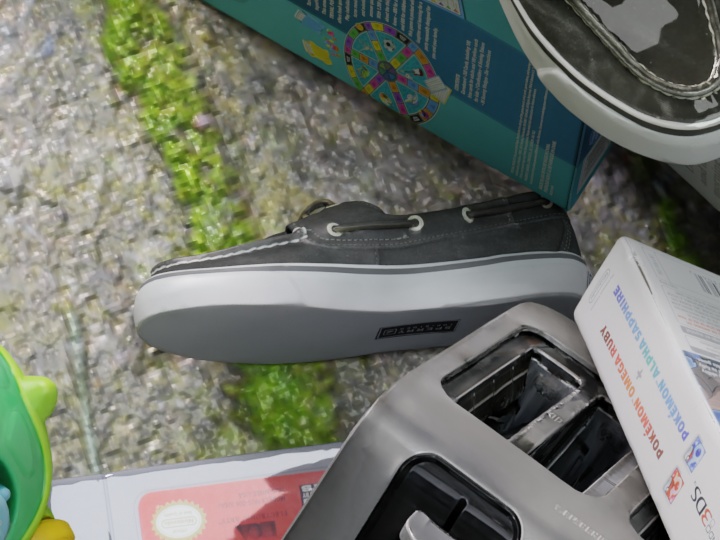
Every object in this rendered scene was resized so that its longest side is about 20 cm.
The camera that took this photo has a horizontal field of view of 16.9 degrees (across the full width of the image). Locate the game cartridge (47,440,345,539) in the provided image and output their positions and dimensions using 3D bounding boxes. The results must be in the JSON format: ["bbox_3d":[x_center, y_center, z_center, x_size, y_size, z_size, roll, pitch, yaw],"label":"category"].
[{"bbox_3d":[-0.039,0.141,0.980,0.198,0.041,0.134,-7,80,-14],"label":"game cartridge"}]

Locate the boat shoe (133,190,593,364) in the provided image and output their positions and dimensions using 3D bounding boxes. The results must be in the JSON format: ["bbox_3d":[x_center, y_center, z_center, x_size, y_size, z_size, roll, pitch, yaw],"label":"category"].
[{"bbox_3d":[0.000,0.000,1.015,0.198,0.069,0.057,-3,67,-19],"label":"boat shoe"}]

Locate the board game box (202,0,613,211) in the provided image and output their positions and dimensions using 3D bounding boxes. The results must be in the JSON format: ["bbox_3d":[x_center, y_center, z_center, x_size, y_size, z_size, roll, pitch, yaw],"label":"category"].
[{"bbox_3d":[0.017,-0.121,0.980,0.199,0.151,0.047,31,69,12],"label":"board game box"}]

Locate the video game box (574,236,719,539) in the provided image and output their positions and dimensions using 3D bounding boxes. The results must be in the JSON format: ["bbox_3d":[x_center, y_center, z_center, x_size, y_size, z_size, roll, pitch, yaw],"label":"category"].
[{"bbox_3d":[0.188,0.082,0.880,0.199,0.183,0.047,21,114,-22],"label":"video game box"}]

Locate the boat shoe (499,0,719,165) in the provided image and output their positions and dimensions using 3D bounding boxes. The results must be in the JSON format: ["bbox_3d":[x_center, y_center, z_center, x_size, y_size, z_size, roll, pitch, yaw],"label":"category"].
[{"bbox_3d":[0.075,-0.127,0.865,0.070,0.064,0.201,-30,70,-13],"label":"boat shoe"}]

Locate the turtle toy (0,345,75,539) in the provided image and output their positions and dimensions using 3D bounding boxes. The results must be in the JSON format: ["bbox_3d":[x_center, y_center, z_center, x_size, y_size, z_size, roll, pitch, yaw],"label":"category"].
[{"bbox_3d":[-0.205,0.087,0.916,0.199,0.101,0.147,-26,76,2],"label":"turtle toy"}]

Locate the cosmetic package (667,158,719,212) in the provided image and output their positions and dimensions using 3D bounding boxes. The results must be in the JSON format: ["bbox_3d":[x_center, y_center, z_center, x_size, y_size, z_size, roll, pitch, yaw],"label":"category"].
[{"bbox_3d":[0.153,-0.164,1.001,0.164,0.165,0.200,-34,61,-17],"label":"cosmetic package"}]

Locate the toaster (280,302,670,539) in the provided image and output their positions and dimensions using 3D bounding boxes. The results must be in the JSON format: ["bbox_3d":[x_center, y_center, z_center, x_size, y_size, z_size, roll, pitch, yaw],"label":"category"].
[{"bbox_3d":[0.081,0.120,0.887,0.180,0.200,0.119,37,113,13],"label":"toaster"}]
